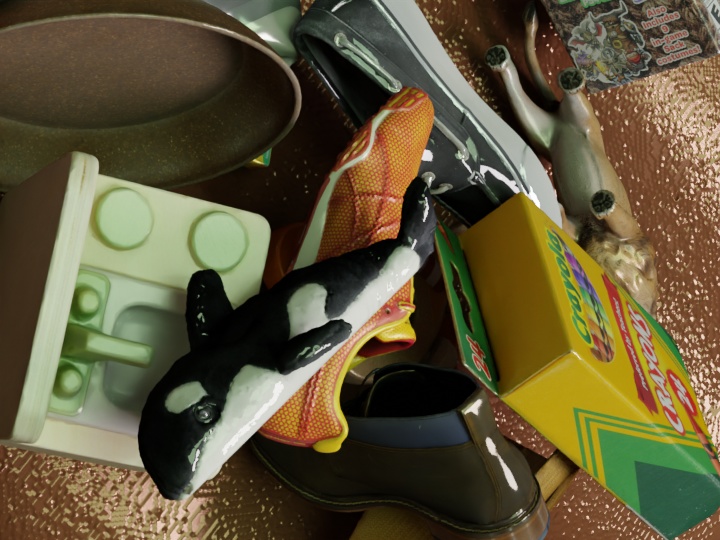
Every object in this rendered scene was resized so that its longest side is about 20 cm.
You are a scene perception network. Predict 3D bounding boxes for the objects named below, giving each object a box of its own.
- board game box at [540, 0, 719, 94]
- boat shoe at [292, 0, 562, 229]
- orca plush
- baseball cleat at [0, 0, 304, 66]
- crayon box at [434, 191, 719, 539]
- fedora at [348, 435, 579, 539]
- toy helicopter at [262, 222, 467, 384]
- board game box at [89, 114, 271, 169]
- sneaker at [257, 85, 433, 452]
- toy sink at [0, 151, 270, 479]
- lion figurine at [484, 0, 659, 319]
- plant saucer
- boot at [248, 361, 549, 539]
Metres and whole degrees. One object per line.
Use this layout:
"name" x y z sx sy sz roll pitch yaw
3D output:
"board game box" 0.162 -0.238 1.195 0.201 0.096 0.160 59 43 -18
"boat shoe" 0.035 -0.071 1.086 0.201 0.071 0.068 53 57 -23
"orca plush" -0.041 0.017 0.892 0.071 0.105 0.200 46 65 1
"baseball cleat" -0.115 -0.155 1.032 0.199 0.069 0.108 5 79 -44
"crayon box" 0.119 0.046 1.076 0.200 0.051 0.128 40 26 -38
"fedora" 0.046 0.146 1.123 0.082 0.201 0.201 38 64 11
"toy helicopter" 0.043 0.008 1.154 0.199 0.079 0.133 -28 98 -43
"board game box" -0.130 -0.125 1.069 0.198 0.030 0.097 14 81 -30
"sneaker" 0.000 0.000 1.003 0.077 0.073 0.202 23 71 -1
"toy sink" -0.118 0.028 0.959 0.111 0.200 0.132 13 81 -18
"lion figurine" 0.133 -0.052 1.197 0.122 0.072 0.202 43 37 -58
"plant saucer" -0.129 -0.091 0.977 0.199 0.200 0.037 7 64 -33
"boot" 0.008 0.077 1.043 0.075 0.199 0.098 -46 133 -32
